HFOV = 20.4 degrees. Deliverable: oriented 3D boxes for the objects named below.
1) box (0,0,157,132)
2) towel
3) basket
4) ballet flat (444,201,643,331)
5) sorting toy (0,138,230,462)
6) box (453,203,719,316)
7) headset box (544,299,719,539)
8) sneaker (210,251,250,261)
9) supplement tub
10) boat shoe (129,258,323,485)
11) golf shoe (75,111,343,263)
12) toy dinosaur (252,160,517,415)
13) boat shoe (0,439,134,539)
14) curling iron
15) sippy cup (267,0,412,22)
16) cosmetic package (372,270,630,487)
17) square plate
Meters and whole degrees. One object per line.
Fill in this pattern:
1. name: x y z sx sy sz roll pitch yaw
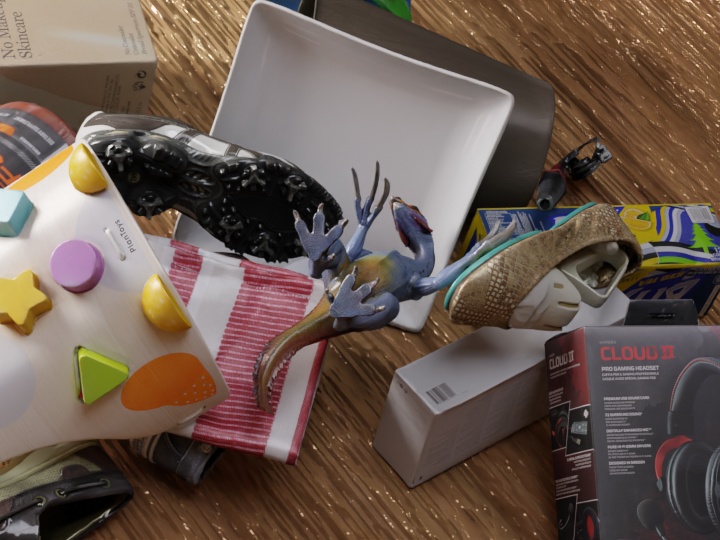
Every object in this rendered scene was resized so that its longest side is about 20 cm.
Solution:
1. box: -0.264 -0.159 1.518 0.199 0.078 0.095 -5 52 -22
2. towel: -0.122 0.043 1.335 0.199 0.023 0.144 16 55 0
3. basket: 0.039 -0.118 1.544 0.199 0.136 0.181 14 63 -11
4. ballet flat: 0.136 0.004 1.381 0.065 0.071 0.200 42 41 18
5. sorting toy: -0.210 0.031 1.257 0.180 0.107 0.200 -31 76 -7
6. box: 0.179 -0.005 1.527 0.199 0.070 0.064 -1 52 -19
7. headset box: 0.210 0.119 1.362 0.148 0.075 0.201 1 79 -18
8. sneaker: -0.161 0.043 1.390 0.199 0.070 0.076 -12 71 -21
9. supplement tub: -0.275 -0.028 1.371 0.107 0.107 0.200 32 44 12
10. boat shoe: -0.072 0.070 1.378 0.068 0.072 0.200 33 50 15
11. golf shoe: -0.106 -0.069 1.406 0.199 0.078 0.095 19 23 -26
12. toy dinosaur: 0.000 0.000 1.358 0.200 0.181 0.105 -43 76 4
13. boat shoe: -0.220 0.166 1.242 0.065 0.073 0.200 34 48 20
14. curling iron: 0.156 -0.072 1.544 0.026 0.049 0.200 55 20 0
15. sippy cup: -0.006 -0.264 1.619 0.177 0.140 0.131 12 69 25
16. cosmetic package: 0.103 0.074 1.423 0.200 0.083 0.051 -24 55 -34
17. square plate: -0.014 -0.075 1.446 0.197 0.201 0.028 20 24 -3
